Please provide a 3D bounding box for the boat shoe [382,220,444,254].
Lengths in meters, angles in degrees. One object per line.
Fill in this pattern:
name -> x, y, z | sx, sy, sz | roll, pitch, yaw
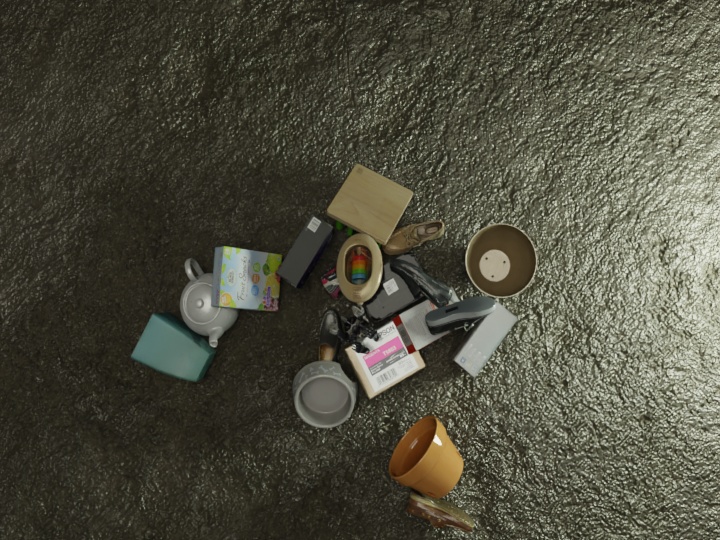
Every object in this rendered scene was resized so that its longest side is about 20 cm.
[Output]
boat shoe -> 0.155, -0.105, 1.761 | 0.195, 0.065, 0.073 | -22, 82, 3

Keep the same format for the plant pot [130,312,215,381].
plant pot -> -0.542, 0.238, 1.762 | 0.196, 0.141, 0.144 | 29, 87, 0

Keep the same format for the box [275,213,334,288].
box -> -0.159, -0.054, 1.746 | 0.078, 0.141, 0.203 | 31, 88, 0

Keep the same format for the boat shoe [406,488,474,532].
boat shoe -> 0.223, 0.690, 1.674 | 0.195, 0.072, 0.069 | 21, 92, 13

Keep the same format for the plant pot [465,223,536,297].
plant pot -> 0.391, -0.021, 1.695 | 0.194, 0.134, 0.207 | 0, 84, 5

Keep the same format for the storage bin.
storage bin -> 0.095, 0.050, 1.738 | 0.196, 0.094, 0.138 | -29, 82, 1

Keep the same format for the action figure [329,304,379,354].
action figure -> -0.020, 0.159, 1.679 | 0.119, 0.200, 0.102 | -46, 114, -5

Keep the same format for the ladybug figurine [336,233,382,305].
ladybug figurine -> 0.000, 0.000, 1.671 | 0.131, 0.072, 0.206 | 0, 73, 12

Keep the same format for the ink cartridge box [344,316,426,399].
ink cartridge box -> 0.073, 0.252, 1.728 | 0.197, 0.075, 0.168 | -30, 83, 2

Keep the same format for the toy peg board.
toy peg board -> 0.024, -0.178, 1.768 | 0.196, 0.099, 0.202 | 27, 62, 7

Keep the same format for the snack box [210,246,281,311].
snack box -> -0.332, 0.028, 1.736 | 0.196, 0.067, 0.175 | 7, 84, -38

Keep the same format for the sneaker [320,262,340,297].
sneaker -> -0.021, 0.002, 1.769 | 0.196, 0.081, 0.076 | -28, 111, 2

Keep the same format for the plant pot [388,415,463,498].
plant pot -> 0.192, 0.528, 1.641 | 0.139, 0.200, 0.201 | 41, 89, -9

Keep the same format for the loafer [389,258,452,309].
loafer -> 0.162, 0.037, 1.651 | 0.197, 0.068, 0.071 | 32, 80, 4

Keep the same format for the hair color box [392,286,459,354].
hair color box -> 0.201, 0.143, 1.694 | 0.196, 0.064, 0.113 | -24, 82, -23

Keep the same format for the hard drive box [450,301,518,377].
hard drive box -> 0.343, 0.193, 1.668 | 0.076, 0.156, 0.202 | 36, 89, 8

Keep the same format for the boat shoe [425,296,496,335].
boat shoe -> 0.276, 0.131, 1.611 | 0.194, 0.074, 0.069 | -19, 119, 8

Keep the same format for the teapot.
teapot -> -0.458, 0.095, 1.759 | 0.195, 0.146, 0.202 | 24, 86, 8

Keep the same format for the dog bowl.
dog bowl -> -0.103, 0.361, 1.697 | 0.193, 0.059, 0.206 | 0, 112, -1

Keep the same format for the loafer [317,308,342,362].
loafer -> -0.092, 0.216, 1.748 | 0.070, 0.072, 0.207 | 0, 84, 6
